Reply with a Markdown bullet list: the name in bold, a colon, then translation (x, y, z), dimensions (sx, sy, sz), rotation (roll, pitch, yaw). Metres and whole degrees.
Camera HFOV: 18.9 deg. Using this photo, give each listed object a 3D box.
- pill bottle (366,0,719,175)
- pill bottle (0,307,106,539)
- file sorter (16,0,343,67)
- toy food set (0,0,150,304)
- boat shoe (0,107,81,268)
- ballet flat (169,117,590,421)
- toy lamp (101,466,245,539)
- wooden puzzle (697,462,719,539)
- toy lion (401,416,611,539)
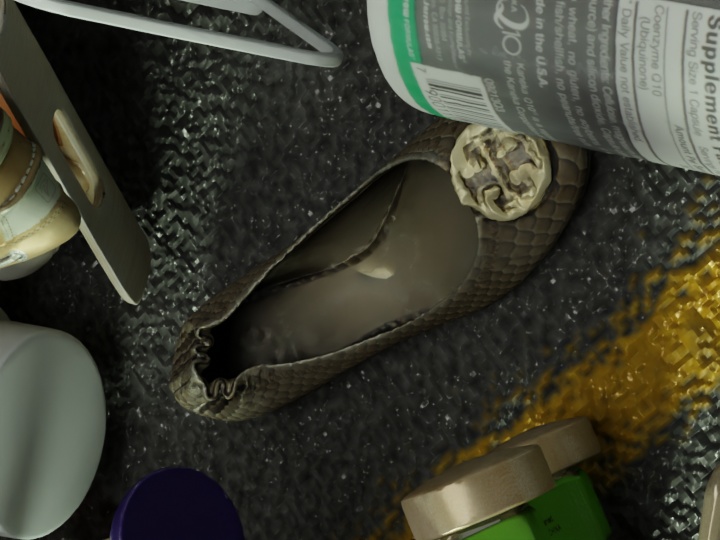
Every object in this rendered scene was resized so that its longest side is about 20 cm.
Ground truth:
- **pill bottle**: translation (0.111, -0.089, 0.686), dimensions (0.198, 0.113, 0.114), rotation (14, 102, 28)
- **pill bottle**: translation (-0.207, 0.054, 0.892), dimensions (0.198, 0.112, 0.114), rotation (7, 99, 30)
- **file sorter**: translation (-0.054, -0.183, 0.733), dimensions (0.125, 0.138, 0.202), rotation (43, 121, 59)
- **toy food set**: translation (-0.188, -0.053, 0.851), dimensions (0.198, 0.144, 0.061), rotation (10, 56, 29)
- **boat shoe**: translation (-0.181, -0.006, 0.807), dimensions (0.199, 0.076, 0.072), rotation (-12, 47, 46)
- **ballet flat**: translation (0.000, 0.000, 0.800), dimensions (0.199, 0.046, 0.068), rotation (-32, 80, 29)
- **toy lamp**: translation (-0.119, 0.120, 0.799), dimensions (0.199, 0.058, 0.059), rotation (-26, 81, 50)
- **wooden puzzle**: translation (0.202, 0.165, 0.707), dimensions (0.198, 0.037, 0.187), rotation (10, 100, 24)
- **toy lion**: translation (-0.003, 0.118, 0.735), dimensions (0.190, 0.200, 0.069), rotation (-24, 84, 11)
